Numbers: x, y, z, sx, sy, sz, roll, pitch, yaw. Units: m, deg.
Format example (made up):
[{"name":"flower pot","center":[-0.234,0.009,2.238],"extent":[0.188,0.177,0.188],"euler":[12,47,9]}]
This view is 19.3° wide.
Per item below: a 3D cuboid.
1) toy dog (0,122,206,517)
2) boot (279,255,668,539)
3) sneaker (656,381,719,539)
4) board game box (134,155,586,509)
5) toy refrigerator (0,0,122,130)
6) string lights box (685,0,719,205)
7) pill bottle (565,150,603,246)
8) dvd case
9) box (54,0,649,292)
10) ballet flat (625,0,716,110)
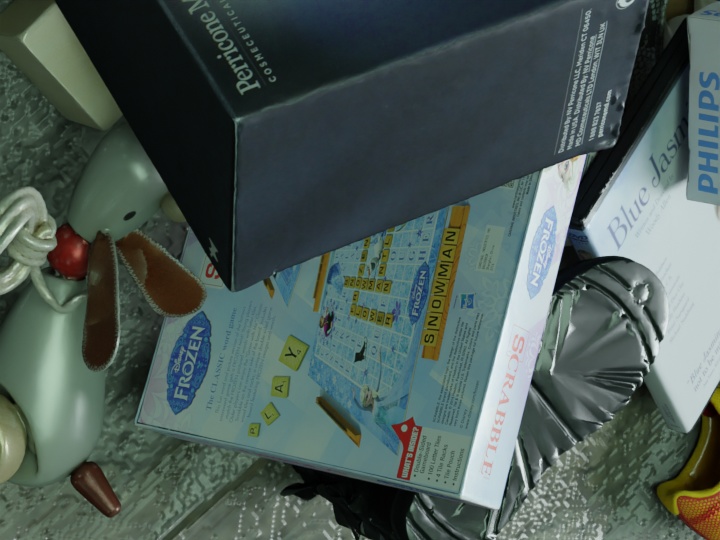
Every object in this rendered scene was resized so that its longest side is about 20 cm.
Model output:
[{"name":"toy dog","center":[-0.127,0.039,1.014],"extent":[0.096,0.200,0.132],"euler":[33,39,11]},{"name":"boot","center":[0.052,0.063,1.101],"extent":[0.073,0.162,0.198],"euler":[44,81,-22]},{"name":"sneaker","center":[0.243,0.064,1.235],"extent":[0.077,0.073,0.200],"euler":[31,83,-14]},{"name":"board game box","center":[0.000,0.000,1.037],"extent":[0.041,0.199,0.201],"euler":[27,76,-54]},{"name":"toy refrigerator","center":[-0.086,-0.161,1.054],"extent":[0.200,0.076,0.070],"euler":[-46,113,-11]},{"name":"string lights box","center":[0.247,-0.112,1.156],"extent":[0.200,0.059,0.103],"euler":[-31,126,-48]},{"name":"pill bottle","center":[0.086,-0.121,1.114],"extent":[0.112,0.112,0.201],"euler":[13,93,-24]},{"name":"dvd case","center":[0.179,-0.021,1.162],"extent":[0.143,0.018,0.200],"euler":[-56,139,-21]},{"name":"box","center":[-0.011,-0.127,0.929],"extent":[0.198,0.200,0.123],"euler":[-23,148,-18]},{"name":"ballet flat","center":[0.194,-0.156,1.178],"extent":[0.072,0.072,0.201],"euler":[9,95,-24]}]
